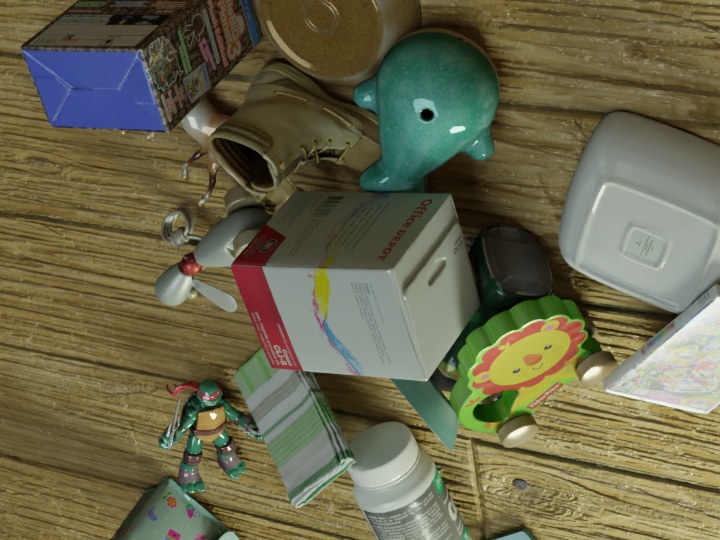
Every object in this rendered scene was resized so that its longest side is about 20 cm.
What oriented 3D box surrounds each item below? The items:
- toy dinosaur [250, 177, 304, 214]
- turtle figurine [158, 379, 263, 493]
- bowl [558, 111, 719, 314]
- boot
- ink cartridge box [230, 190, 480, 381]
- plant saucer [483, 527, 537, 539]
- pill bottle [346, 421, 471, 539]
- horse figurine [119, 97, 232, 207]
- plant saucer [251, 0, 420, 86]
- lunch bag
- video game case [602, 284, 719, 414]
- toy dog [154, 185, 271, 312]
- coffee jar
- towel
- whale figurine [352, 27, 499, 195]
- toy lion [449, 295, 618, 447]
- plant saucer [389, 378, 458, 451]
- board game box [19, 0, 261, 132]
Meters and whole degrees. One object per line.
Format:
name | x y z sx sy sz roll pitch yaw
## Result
toy dinosaur | -0.077 -0.077 1.625 0.200 0.058 0.101 34 155 18
turtle figurine | -0.204 0.216 1.984 0.149 0.101 0.200 -5 136 -11
bowl | 0.300 -0.044 1.484 0.199 0.075 0.200 25 136 12
boot | -0.053 -0.126 1.563 0.200 0.156 0.073 34 135 -2
ink cartridge box | 0.000 0.013 1.521 0.199 0.145 0.145 2 126 33
plant saucer | 0.171 0.393 1.964 0.200 0.019 0.070 -28 109 42
pill bottle | 0.060 0.303 1.886 0.113 0.113 0.200 -6 123 34
horse figurine | -0.199 -0.170 1.685 0.200 0.050 0.133 44 124 -1
plant saucer | -0.035 -0.272 1.518 0.199 0.035 0.201 16 132 19
lunch bag | -0.273 0.439 2.156 0.200 0.171 0.122 43 143 -8
video game case | 0.371 0.088 1.540 0.143 0.018 0.200 14 141 -23
toy dog | -0.156 -0.019 1.762 0.096 0.132 0.200 22 155 -38
coffee jar | 0.136 0.049 1.632 0.085 0.105 0.200 6 139 -20
towel | -0.093 0.192 1.879 0.149 0.031 0.200 -45 67 44
whale figurine | 0.062 -0.146 1.490 0.159 0.104 0.200 25 118 -2
toy lion | 0.173 0.106 1.591 0.191 0.069 0.200 16 129 -45
plant saucer | 0.058 0.125 1.725 0.036 0.200 0.200 -38 106 1
board game box | -0.229 -0.240 1.540 0.159 0.200 0.097 6 129 29
